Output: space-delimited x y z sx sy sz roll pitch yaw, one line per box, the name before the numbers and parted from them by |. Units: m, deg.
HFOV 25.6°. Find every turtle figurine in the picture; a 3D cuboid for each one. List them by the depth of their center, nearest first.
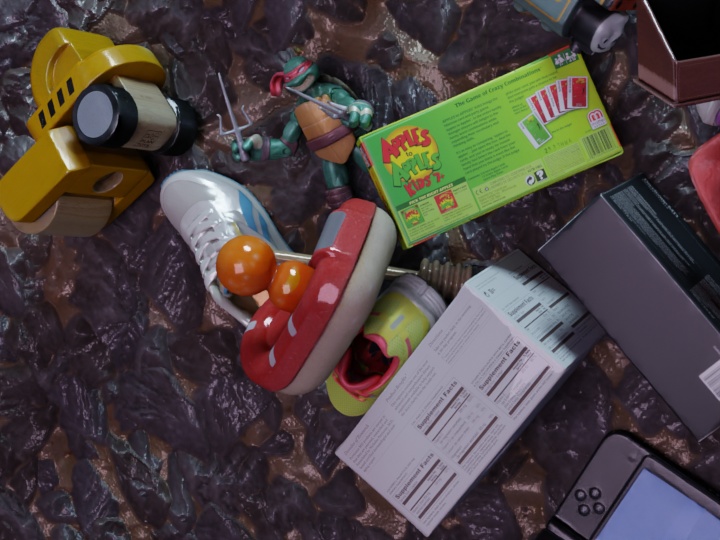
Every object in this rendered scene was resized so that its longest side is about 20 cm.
turtle figurine | -0.029 -0.120 1.420 0.150 0.101 0.200 -21 108 43

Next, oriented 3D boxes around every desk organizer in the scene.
desk organizer | 0.311 -0.185 1.195 0.200 0.072 0.077 -12 115 -12

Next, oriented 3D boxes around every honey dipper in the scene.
honey dipper | 0.000 0.000 1.428 0.200 0.038 0.038 8 104 2

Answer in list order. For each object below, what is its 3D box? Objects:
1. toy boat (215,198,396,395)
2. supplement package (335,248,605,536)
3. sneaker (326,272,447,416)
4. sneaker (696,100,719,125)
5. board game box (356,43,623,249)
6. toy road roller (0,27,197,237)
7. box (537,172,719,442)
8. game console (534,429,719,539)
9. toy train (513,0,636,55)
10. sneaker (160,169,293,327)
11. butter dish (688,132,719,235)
toy boat | -0.061 0.014 1.343 0.131 0.131 0.200 25 140 -6
supplement package | 0.099 0.102 1.374 0.111 0.156 0.200 41 113 9
sneaker | 0.003 0.081 1.423 0.078 0.090 0.200 38 143 8
sneaker | 0.306 -0.217 1.280 0.100 0.075 0.200 33 116 40
board game box | 0.108 -0.104 1.340 0.200 0.048 0.102 -24 90 -3
toy road roller | -0.267 -0.139 1.516 0.200 0.123 0.146 -43 67 24
box | 0.253 0.025 1.299 0.079 0.141 0.200 -43 81 27
game console | 0.245 0.267 1.362 0.200 0.119 0.173 34 112 14
toy train | 0.155 -0.266 1.315 0.200 0.085 0.114 40 119 21
sneaker | -0.120 -0.018 1.491 0.200 0.081 0.077 46 116 11
butter dish | 0.368 -0.044 1.231 0.199 0.148 0.200 -31 87 27
